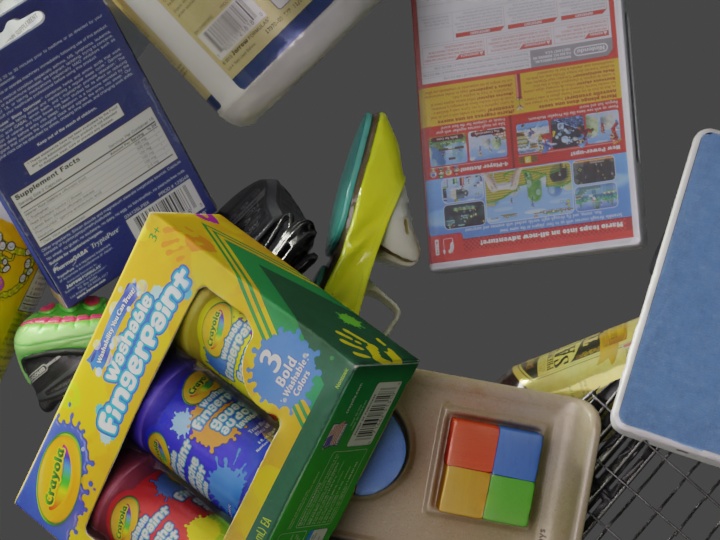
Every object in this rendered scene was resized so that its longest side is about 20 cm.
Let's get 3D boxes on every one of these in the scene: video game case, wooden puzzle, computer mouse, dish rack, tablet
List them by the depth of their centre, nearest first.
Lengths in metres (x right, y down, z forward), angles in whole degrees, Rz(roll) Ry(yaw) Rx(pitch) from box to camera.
[{"bbox_3d":[0.029,0.152,1.585,0.198,0.046,0.187,10,92,2],"label":"wooden puzzle"},{"bbox_3d":[0.233,0.022,1.603,0.129,0.014,0.201,18,70,4],"label":"tablet"},{"bbox_3d":[0.185,0.166,1.615,0.200,0.055,0.154,41,99,9],"label":"dish rack"},{"bbox_3d":[-0.069,0.005,1.709,0.138,0.200,0.053,-44,105,11],"label":"computer mouse"},{"bbox_3d":[0.104,-0.106,1.722,0.142,0.017,0.202,-7,81,22],"label":"video game case"}]

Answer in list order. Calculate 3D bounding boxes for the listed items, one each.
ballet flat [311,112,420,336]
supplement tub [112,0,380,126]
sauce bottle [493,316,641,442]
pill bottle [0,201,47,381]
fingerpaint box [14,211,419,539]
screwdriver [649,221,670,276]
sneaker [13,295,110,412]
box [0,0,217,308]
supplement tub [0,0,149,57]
[{"bbox_3d":[0.000,0.000,1.726,0.067,0.067,0.201,22,74,-6],"label":"ballet flat"},{"bbox_3d":[-0.093,-0.206,1.716,0.144,0.144,0.200,-42,95,13],"label":"supplement tub"},{"bbox_3d":[0.123,0.080,1.665,0.199,0.066,0.066,-22,76,17],"label":"sauce bottle"},{"bbox_3d":[-0.257,-0.009,1.814,0.104,0.104,0.201,27,94,23],"label":"pill bottle"},{"bbox_3d":[-0.086,0.094,1.559,0.167,0.073,0.201,36,108,28],"label":"fingerpaint box"},{"bbox_3d":[0.228,-0.082,1.660,0.029,0.028,0.201,23,96,-5],"label":"screwdriver"},{"bbox_3d":[-0.127,0.063,1.780,0.199,0.077,0.084,2,114,19],"label":"sneaker"},{"bbox_3d":[-0.186,-0.088,1.740,0.121,0.201,0.032,-33,33,-10],"label":"box"},{"bbox_3d":[-0.232,-0.216,1.819,0.122,0.122,0.201,-39,71,14],"label":"supplement tub"}]
